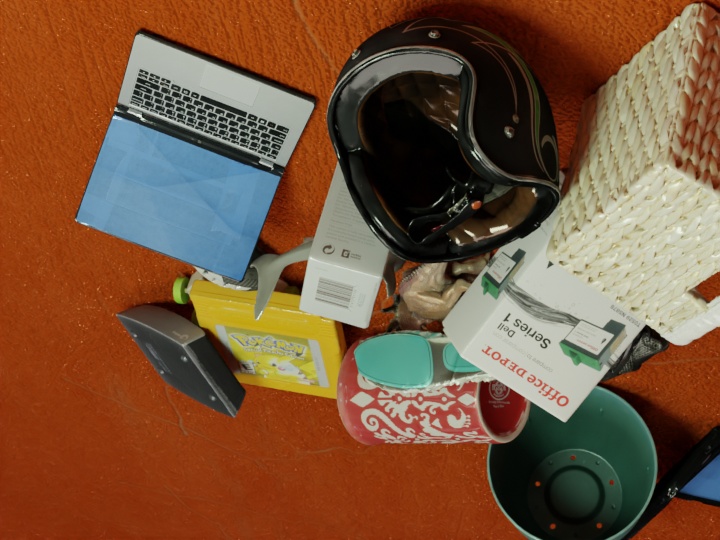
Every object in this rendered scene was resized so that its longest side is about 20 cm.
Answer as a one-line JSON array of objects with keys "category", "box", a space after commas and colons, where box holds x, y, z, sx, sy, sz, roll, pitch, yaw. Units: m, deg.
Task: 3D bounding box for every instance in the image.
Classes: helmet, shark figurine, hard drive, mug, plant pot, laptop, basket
[{"category": "helmet", "box": [0.072, -0.122, 1.267, 0.199, 0.191, 0.200, -17, 159, -7]}, {"category": "shark figurine", "box": [-0.007, -0.005, 1.521, 0.214, 0.090, 0.128, -7, 156, -40]}, {"category": "hard drive", "box": [-0.221, 0.106, 1.821, 0.200, 0.042, 0.135, 16, 143, 56]}, {"category": "mug", "box": [0.101, 0.131, 1.720, 0.200, 0.177, 0.134, -2, 117, 42]}, {"category": "plant pot", "box": [0.261, 0.256, 1.793, 0.200, 0.201, 0.161, 8, 160, 13]}, {"category": "laptop", "box": [-0.168, -0.110, 1.467, 0.187, 0.116, 0.200, 20, 149, -8]}, {"category": "basket", "box": [0.279, -0.078, 1.232, 0.160, 0.200, 0.198, 26, 147, -13]}]

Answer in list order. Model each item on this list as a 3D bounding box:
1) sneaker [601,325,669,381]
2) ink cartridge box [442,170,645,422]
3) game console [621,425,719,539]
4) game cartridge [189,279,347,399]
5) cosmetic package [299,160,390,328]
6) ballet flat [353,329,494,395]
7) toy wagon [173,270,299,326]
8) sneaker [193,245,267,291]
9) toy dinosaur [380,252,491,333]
[{"category": "sneaker", "box": [0.264, 0.038, 1.554, 0.114, 0.076, 0.200, -12, 128, 3]}, {"category": "ink cartridge box", "box": [0.199, 0.028, 1.440, 0.146, 0.084, 0.200, 32, 103, -20]}, {"category": "game console", "box": [0.436, 0.287, 1.832, 0.116, 0.176, 0.200, 41, 151, 12]}, {"category": "game cartridge", "box": [-0.104, 0.086, 1.757, 0.176, 0.033, 0.200, 8, 150, 12]}, {"category": "cosmetic package", "box": [0.003, -0.060, 1.384, 0.071, 0.201, 0.102, 15, 150, 0]}, {"category": "ballet flat", "box": [0.093, 0.100, 1.572, 0.199, 0.072, 0.072, -4, 144, 25]}, {"category": "toy wagon", "box": [-0.136, 0.058, 1.797, 0.155, 0.040, 0.200, 5, 148, 18]}, {"category": "sneaker", "box": [-0.163, -0.042, 1.621, 0.200, 0.067, 0.090, 35, 147, -25]}, {"category": "toy dinosaur", "box": [0.075, 0.028, 1.600, 0.135, 0.086, 0.200, 3, 149, 16]}]
